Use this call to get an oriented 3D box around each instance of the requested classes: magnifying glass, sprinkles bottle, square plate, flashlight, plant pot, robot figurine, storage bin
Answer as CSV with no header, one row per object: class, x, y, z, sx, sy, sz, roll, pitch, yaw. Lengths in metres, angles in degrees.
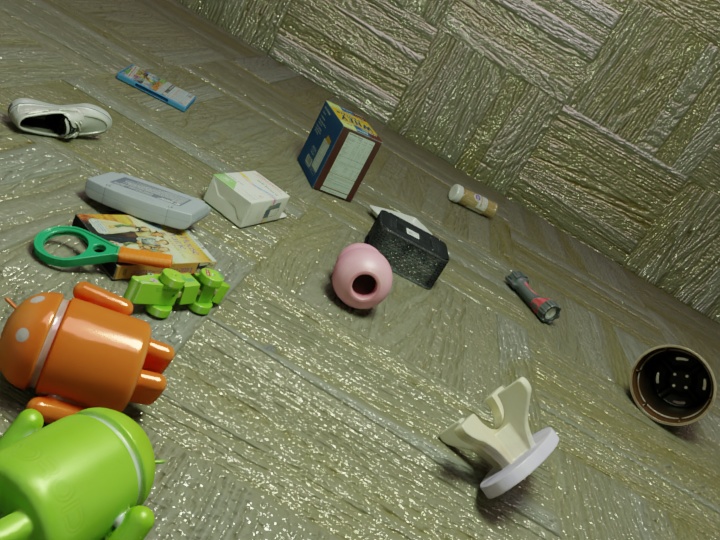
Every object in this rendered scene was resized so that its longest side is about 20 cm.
magnifying glass,-0.389,-0.028,0.978,0.198,0.023,0.080,8,40,-12
sprinkles bottle,0.443,-0.272,2.522,0.198,0.069,0.068,21,24,-23
square plate,0.139,-0.110,1.859,0.199,0.029,0.198,10,31,-41
flashlight,0.512,0.073,1.902,0.068,0.068,0.200,47,8,-38
plant pot,0.835,0.296,1.694,0.200,0.201,0.198,44,19,29
robot figurine,-0.273,0.200,0.588,0.175,0.116,0.200,31,22,14
robot figurine,-0.322,0.097,0.743,0.198,0.145,0.117,22,1,-21
storage bin,0.117,-0.055,1.635,0.199,0.094,0.135,28,23,-10

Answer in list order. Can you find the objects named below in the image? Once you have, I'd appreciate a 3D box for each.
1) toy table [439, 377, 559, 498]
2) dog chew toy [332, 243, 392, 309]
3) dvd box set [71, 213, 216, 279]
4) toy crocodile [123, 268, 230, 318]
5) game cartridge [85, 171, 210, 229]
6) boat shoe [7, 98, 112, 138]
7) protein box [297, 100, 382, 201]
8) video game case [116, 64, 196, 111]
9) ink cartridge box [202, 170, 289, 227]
toy table,0.225,0.266,1.029,0.118,0.184,0.200,54,19,12
dog chew toy,0.000,0.000,1.352,0.124,0.125,0.200,25,15,-12
dvd box set,-0.363,-0.044,1.092,0.146,0.030,0.199,43,26,27
toy crocodile,-0.280,0.028,1.003,0.062,0.068,0.199,37,20,30
game cartridge,-0.388,-0.129,1.176,0.198,0.041,0.133,19,13,0
boat shoe,-0.590,-0.296,1.284,0.199,0.072,0.066,1,40,-49
protein box,-0.065,-0.349,1.873,0.134,0.201,0.199,17,26,-30
video game case,-0.578,-0.521,1.832,0.199,0.018,0.143,25,24,-14
ink cartridge box,-0.243,-0.166,1.447,0.117,0.068,0.200,36,23,14
